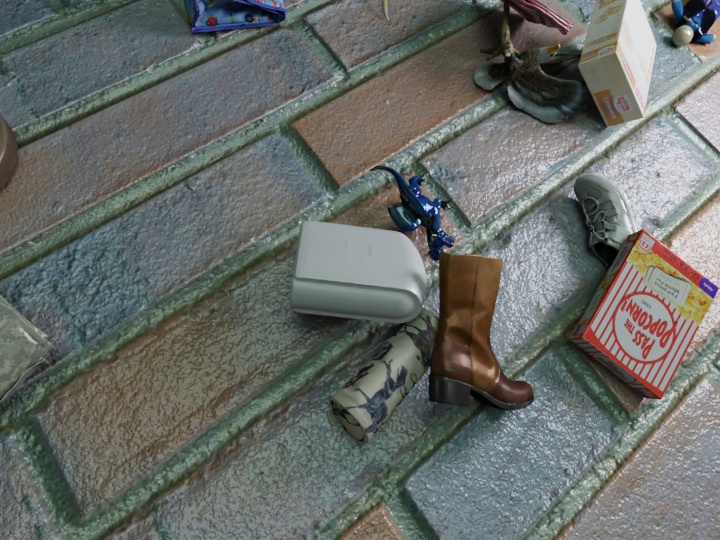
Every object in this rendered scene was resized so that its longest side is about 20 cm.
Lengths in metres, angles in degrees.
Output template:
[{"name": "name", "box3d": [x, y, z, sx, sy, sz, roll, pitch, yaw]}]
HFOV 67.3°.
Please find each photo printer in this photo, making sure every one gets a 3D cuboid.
[{"name": "photo printer", "box3d": [0.000, 0.000, 0.789, 0.192, 0.072, 0.169, 7, 34, -5]}]

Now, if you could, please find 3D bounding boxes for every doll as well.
[{"name": "doll", "box3d": [0.737, -0.563, 1.187, 0.136, 0.049, 0.201, 40, 73, 0]}]

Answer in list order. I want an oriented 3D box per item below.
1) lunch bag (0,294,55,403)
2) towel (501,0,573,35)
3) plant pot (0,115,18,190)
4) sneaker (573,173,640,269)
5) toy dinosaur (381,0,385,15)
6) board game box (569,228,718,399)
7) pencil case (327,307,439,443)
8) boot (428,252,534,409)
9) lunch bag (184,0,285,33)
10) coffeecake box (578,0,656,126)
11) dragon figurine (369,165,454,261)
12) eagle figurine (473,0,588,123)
[{"name": "lunch bag", "box3d": [-0.515, 0.094, 0.682, 0.198, 0.118, 0.165, 39, 66, 3]}, {"name": "towel", "box3d": [0.308, -0.509, 1.039, 0.140, 0.023, 0.202, 21, 26, -21]}, {"name": "plant pot", "box3d": [-0.626, -0.208, 0.766, 0.192, 0.176, 0.208, 3, 64, -6]}, {"name": "sneaker", "box3d": [0.415, -0.073, 0.909, 0.080, 0.075, 0.205, -20, 71, -18]}, {"name": "toy dinosaur", "box3d": [0.048, -0.615, 1.106, 0.098, 0.059, 0.206, 17, 65, -2]}, {"name": "board game box", "box3d": [0.438, 0.067, 0.837, 0.149, 0.046, 0.203, 35, 79, 1]}, {"name": "pencil case", "box3d": [0.038, 0.144, 0.760, 0.200, 0.089, 0.079, -45, 106, -22]}, {"name": "boot", "box3d": [0.178, 0.085, 0.766, 0.181, 0.068, 0.209, 9, 82, -19]}, {"name": "lunch bag", "box3d": [-0.234, -0.538, 1.028, 0.193, 0.095, 0.155, -8, 66, -25]}, {"name": "coffeecake box", "box3d": [0.493, -0.409, 1.029, 0.153, 0.072, 0.205, 43, 58, -34]}, {"name": "dragon figurine", "box3d": [0.084, -0.103, 0.864, 0.200, 0.059, 0.099, 45, 38, 4]}, {"name": "eagle figurine", "box3d": [0.329, -0.383, 1.025, 0.195, 0.151, 0.155, 21, 105, -30]}]
